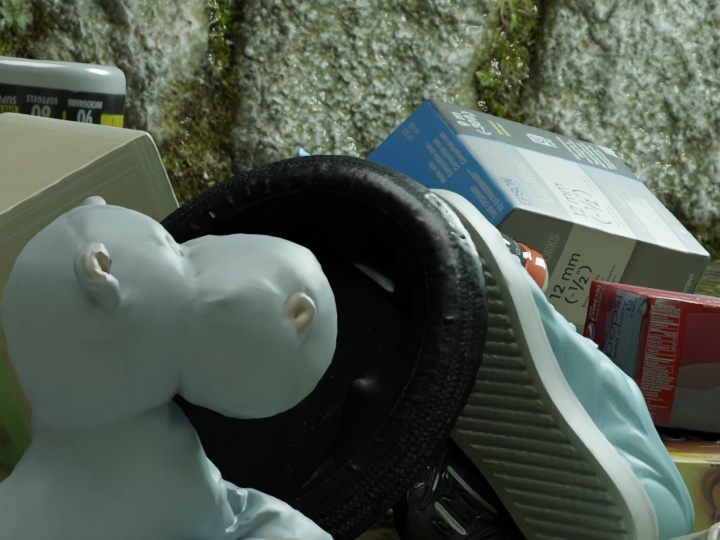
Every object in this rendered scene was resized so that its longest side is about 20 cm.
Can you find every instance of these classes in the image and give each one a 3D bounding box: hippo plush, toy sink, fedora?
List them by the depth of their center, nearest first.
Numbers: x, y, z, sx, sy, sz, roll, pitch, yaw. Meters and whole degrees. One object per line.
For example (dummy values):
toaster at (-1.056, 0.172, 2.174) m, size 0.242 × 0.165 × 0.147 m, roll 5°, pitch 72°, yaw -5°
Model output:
hippo plush at (-0.087, 0.055, 1.022) m, size 0.198 × 0.162 × 0.159 m, roll 4°, pitch 5°, yaw -10°
fedora at (-0.028, 0.054, 1.196) m, size 0.199 × 0.202 × 0.092 m, roll 7°, pitch -24°, yaw 23°
toy sink at (-0.140, 0.043, 1.284) m, size 0.112 × 0.201 × 0.130 m, roll -32°, pitch 25°, yaw -29°

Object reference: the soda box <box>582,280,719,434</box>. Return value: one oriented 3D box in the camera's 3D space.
soda box at (0.209, 0.050, 1.367) m, size 0.199 × 0.064 × 0.070 m, roll 8°, pitch 3°, yaw -20°

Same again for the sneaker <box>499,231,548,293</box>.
sneaker at (0.000, 0.000, 1.349) m, size 0.199 × 0.077 × 0.082 m, roll -15°, pitch -53°, yaw 43°

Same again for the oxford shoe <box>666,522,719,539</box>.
oxford shoe at (0.166, 0.123, 1.132) m, size 0.199 × 0.058 × 0.075 m, roll 5°, pitch 7°, yaw 22°

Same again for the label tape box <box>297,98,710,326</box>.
label tape box at (0.080, -0.036, 1.588) m, size 0.199 × 0.066 × 0.143 m, roll 16°, pitch 22°, yaw -28°

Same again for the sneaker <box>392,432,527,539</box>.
sneaker at (0.045, 0.098, 1.302) m, size 0.074 × 0.079 × 0.200 m, roll 45°, pitch 18°, yaw -5°

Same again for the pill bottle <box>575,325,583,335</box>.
pill bottle at (0.120, 0.042, 1.736) m, size 0.108 × 0.110 × 0.200 m, roll 6°, pitch 5°, yaw 16°

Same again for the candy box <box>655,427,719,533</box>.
candy box at (0.156, 0.104, 1.365) m, size 0.116 × 0.057 × 0.200 m, roll 4°, pitch 6°, yaw -21°

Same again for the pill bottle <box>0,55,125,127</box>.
pill bottle at (-0.196, -0.020, 1.579) m, size 0.113 × 0.202 × 0.114 m, roll 5°, pitch 4°, yaw 0°

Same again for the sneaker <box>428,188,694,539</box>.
sneaker at (0.080, 0.052, 1.249) m, size 0.074 × 0.201 × 0.082 m, roll -37°, pitch -16°, yaw 32°
